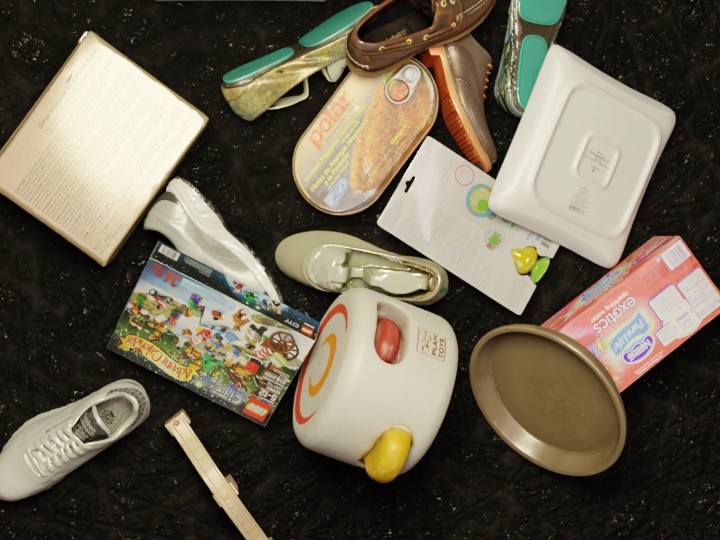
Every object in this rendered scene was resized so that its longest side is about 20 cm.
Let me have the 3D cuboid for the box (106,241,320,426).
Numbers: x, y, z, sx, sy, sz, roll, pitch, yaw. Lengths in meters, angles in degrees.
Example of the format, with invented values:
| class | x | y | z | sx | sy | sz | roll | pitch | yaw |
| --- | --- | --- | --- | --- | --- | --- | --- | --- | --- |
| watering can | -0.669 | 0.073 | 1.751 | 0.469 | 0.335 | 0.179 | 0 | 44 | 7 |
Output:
| class | x | y | z | sx | sy | sz | roll | pitch | yaw |
| --- | --- | --- | --- | --- | --- | --- | --- | --- | --- |
| box | -0.162 | 0.071 | 1.646 | 0.199 | 0.038 | 0.137 | 27 | 121 | -6 |

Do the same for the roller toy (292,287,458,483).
| class | x | y | z | sx | sy | sz | roll | pitch | yaw |
| --- | --- | --- | --- | --- | --- | --- | --- | --- | --- |
| roller toy | 0.021 | 0.123 | 1.624 | 0.139 | 0.200 | 0.184 | 21 | 91 | -15 |

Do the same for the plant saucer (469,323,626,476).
| class | x | y | z | sx | sy | sz | roll | pitch | yaw |
| --- | --- | --- | --- | --- | --- | --- | --- | --- | --- |
| plant saucer | 0.210 | 0.140 | 1.666 | 0.201 | 0.200 | 0.029 | 53 | 51 | -5 |

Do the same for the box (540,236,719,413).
| class | x | y | z | sx | sy | sz | roll | pitch | yaw |
| --- | --- | --- | --- | --- | --- | --- | --- | --- | --- |
| box | 0.301 | 0.059 | 1.707 | 0.200 | 0.095 | 0.103 | -38 | 95 | -5 |

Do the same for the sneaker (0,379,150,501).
| class | x | y | z | sx | sy | sz | roll | pitch | yaw |
| --- | --- | --- | --- | --- | --- | --- | --- | --- | --- |
| sneaker | -0.322 | 0.185 | 1.642 | 0.199 | 0.080 | 0.077 | -35 | 96 | -4 |

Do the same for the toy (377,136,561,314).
| class | x | y | z | sx | sy | sz | roll | pitch | yaw |
| --- | --- | --- | --- | --- | --- | --- | --- | --- | --- |
| toy | 0.125 | -0.050 | 1.709 | 0.199 | 0.047 | 0.116 | 32 | 84 | -10 |

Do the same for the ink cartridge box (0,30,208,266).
| class | x | y | z | sx | sy | sz | roll | pitch | yaw |
| --- | --- | --- | --- | --- | --- | --- | --- | --- | --- |
| ink cartridge box | -0.287 | -0.131 | 1.643 | 0.164 | 0.075 | 0.201 | 36 | 87 | -5 |

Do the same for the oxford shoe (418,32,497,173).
| class | x | y | z | sx | sy | sz | roll | pitch | yaw |
| --- | --- | --- | --- | --- | --- | --- | --- | --- | --- |
| oxford shoe | 0.123 | -0.211 | 1.695 | 0.072 | 0.071 | 0.201 | -21 | 93 | -10 |

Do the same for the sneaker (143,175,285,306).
| class | x | y | z | sx | sy | sz | roll | pitch | yaw |
| --- | --- | --- | --- | --- | --- | --- | --- | --- | --- |
| sneaker | -0.157 | -0.009 | 1.660 | 0.079 | 0.074 | 0.200 | -43 | 98 | -2 |

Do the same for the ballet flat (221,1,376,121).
| class | x | y | z | sx | sy | sz | roll | pitch | yaw |
| --- | --- | --- | --- | --- | --- | --- | --- | --- | --- |
| ballet flat | -0.060 | -0.229 | 1.680 | 0.199 | 0.071 | 0.071 | -29 | 94 | -6 |

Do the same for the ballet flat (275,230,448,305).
| class | x | y | z | sx | sy | sz | roll | pitch | yaw |
| --- | --- | --- | --- | --- | --- | --- | --- | --- | --- |
| ballet flat | 0.000 | 0.000 | 1.669 | 0.198 | 0.069 | 0.070 | 9 | 90 | 3 |

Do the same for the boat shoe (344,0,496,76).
| class | x | y | z | sx | sy | sz | roll | pitch | yaw |
| --- | --- | --- | --- | --- | --- | --- | --- | --- | --- |
| boat shoe | 0.072 | -0.280 | 1.634 | 0.199 | 0.070 | 0.071 | -35 | 73 | -16 |

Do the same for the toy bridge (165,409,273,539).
| class | x | y | z | sx | sy | sz | roll | pitch | yaw |
| --- | --- | --- | --- | --- | --- | --- | --- | --- | --- |
| toy bridge | -0.150 | 0.246 | 1.670 | 0.027 | 0.067 | 0.201 | -34 | 94 | -5 |

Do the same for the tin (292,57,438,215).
| class | x | y | z | sx | sy | sz | roll | pitch | yaw |
| --- | --- | --- | --- | --- | --- | --- | --- | --- | --- |
| tin | 0.004 | -0.155 | 1.693 | 0.112 | 0.042 | 0.200 | 38 | 91 | -10 |

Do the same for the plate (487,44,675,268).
| class | x | y | z | sx | sy | sz | roll | pitch | yaw |
| --- | --- | --- | --- | --- | --- | --- | --- | --- | --- |
| plate | 0.259 | -0.124 | 1.696 | 0.199 | 0.032 | 0.201 | 24 | 88 | -29 |

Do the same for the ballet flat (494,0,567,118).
| class | x | y | z | sx | sy | sz | roll | pitch | yaw |
| --- | --- | --- | --- | --- | --- | --- | --- | --- | --- |
| ballet flat | 0.188 | -0.272 | 1.702 | 0.074 | 0.074 | 0.202 | 13 | 86 | -7 |
